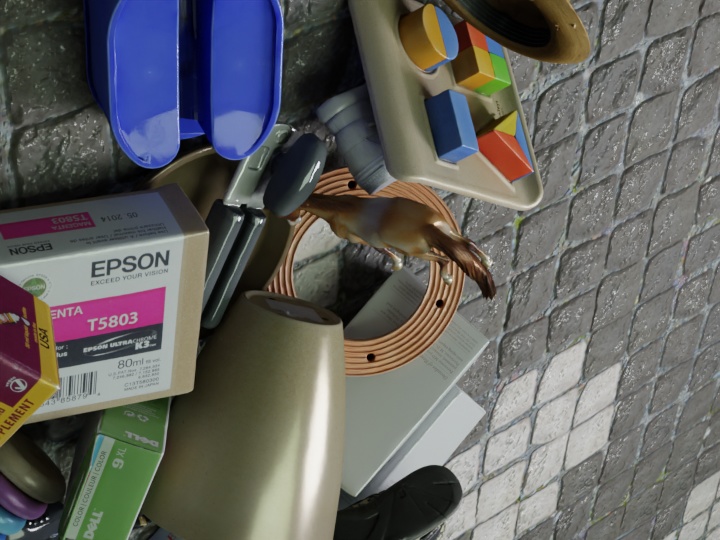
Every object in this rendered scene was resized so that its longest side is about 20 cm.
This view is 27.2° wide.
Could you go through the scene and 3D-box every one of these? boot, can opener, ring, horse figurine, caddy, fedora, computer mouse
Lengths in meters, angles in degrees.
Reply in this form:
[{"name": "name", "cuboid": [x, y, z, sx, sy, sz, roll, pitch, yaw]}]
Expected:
[{"name": "boot", "cuboid": [0.034, -0.138, 1.329, 0.073, 0.096, 0.200, -35, 178, 29]}, {"name": "can opener", "cuboid": [-0.099, -0.034, 1.242, 0.053, 0.066, 0.200, 7, 119, -49]}, {"name": "boot", "cuboid": [0.006, 0.271, 1.455, 0.203, 0.074, 0.154, -28, 162, -10]}, {"name": "ring", "cuboid": [0.000, 0.000, 1.380, 0.200, 0.019, 0.201, -2, 103, -10]}, {"name": "horse figurine", "cuboid": [0.029, -0.030, 1.268, 0.132, 0.200, 0.050, 37, 74, -50]}, {"name": "caddy", "cuboid": [-0.132, -0.173, 1.105, 0.141, 0.105, 0.200, -6, 129, -15]}, {"name": "fedora", "cuboid": [0.127, -0.252, 1.223, 0.082, 0.200, 0.201, -54, 145, -7]}, {"name": "computer mouse", "cuboid": [-0.264, 0.239, 1.373, 0.200, 0.034, 0.059, 0, 120, -48]}]

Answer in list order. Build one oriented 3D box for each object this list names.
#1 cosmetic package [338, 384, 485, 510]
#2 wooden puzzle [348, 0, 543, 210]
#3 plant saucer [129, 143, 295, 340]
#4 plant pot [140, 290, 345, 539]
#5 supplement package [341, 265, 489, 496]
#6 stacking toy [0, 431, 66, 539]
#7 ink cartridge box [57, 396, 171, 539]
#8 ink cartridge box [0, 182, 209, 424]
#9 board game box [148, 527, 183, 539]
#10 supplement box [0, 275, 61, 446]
[{"name": "cosmetic package", "cuboid": [0.022, 0.183, 1.571, 0.200, 0.113, 0.081, -47, 145, -2]}, {"name": "wooden puzzle", "cuboid": [0.086, -0.154, 1.301, 0.046, 0.186, 0.200, -26, 159, 38]}, {"name": "plant saucer", "cuboid": [-0.142, -0.025, 1.276, 0.200, 0.029, 0.200, -27, 136, -29]}, {"name": "plant pot", "cuboid": [-0.088, 0.126, 1.319, 0.187, 0.187, 0.201, 5, 104, -49]}, {"name": "supplement package", "cuboid": [0.018, 0.110, 1.465, 0.200, 0.117, 0.117, -49, 176, -4]}, {"name": "stacking toy", "cuboid": [-0.342, 0.226, 1.243, 0.200, 0.085, 0.085, -46, 144, 0]}, {"name": "ink cartridge box", "cuboid": [-0.205, 0.162, 1.240, 0.059, 0.200, 0.104, 20, 110, -12]}, {"name": "ink cartridge box", "cuboid": [-0.227, 0.030, 1.168, 0.199, 0.075, 0.165, -10, 129, -26]}, {"name": "board game box", "cuboid": [-0.180, 0.342, 1.546, 0.200, 0.041, 0.200, -46, 144, -7]}, {"name": "supplement box", "cuboid": [-0.324, 0.048, 1.014, 0.200, 0.103, 0.131, 34, 110, -33]}]
